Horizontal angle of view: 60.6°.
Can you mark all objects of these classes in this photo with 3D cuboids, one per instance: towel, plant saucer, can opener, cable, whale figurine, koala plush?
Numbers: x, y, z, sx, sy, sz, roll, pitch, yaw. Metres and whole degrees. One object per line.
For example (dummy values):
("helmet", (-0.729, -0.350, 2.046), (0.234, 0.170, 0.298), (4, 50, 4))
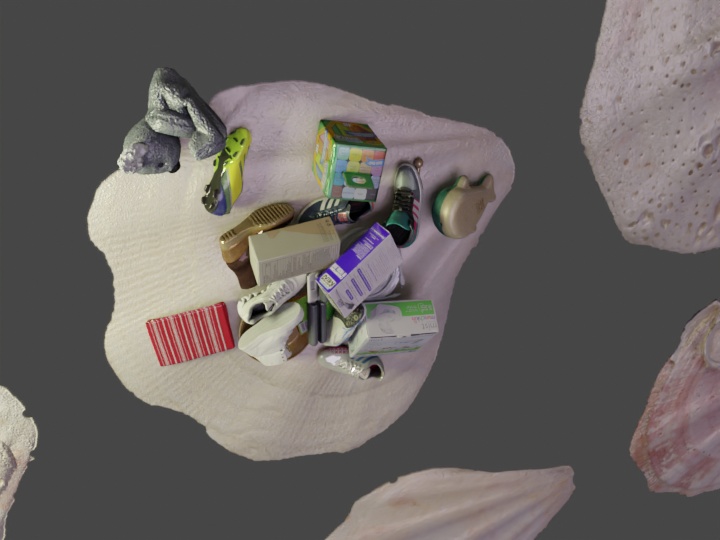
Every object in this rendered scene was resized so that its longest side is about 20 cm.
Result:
("towel", (-0.417, 0.158, 1.527), (0.194, 0.023, 0.148), (-14, 124, -9))
("plant saucer", (-0.217, 0.146, 1.582), (0.194, 0.036, 0.206), (-9, 121, -15))
("can opener", (-0.103, 0.095, 1.514), (0.051, 0.066, 0.206), (-12, 120, -28))
("cable", (0.015, -0.012, 1.537), (0.195, 0.069, 0.206), (-15, 117, -24))
("whale figurine", (0.257, -0.169, 1.547), (0.199, 0.103, 0.162), (-38, 127, -25))
("koala plush", (-0.390, -0.269, 1.215), (0.198, 0.178, 0.185), (-38, 112, 6))

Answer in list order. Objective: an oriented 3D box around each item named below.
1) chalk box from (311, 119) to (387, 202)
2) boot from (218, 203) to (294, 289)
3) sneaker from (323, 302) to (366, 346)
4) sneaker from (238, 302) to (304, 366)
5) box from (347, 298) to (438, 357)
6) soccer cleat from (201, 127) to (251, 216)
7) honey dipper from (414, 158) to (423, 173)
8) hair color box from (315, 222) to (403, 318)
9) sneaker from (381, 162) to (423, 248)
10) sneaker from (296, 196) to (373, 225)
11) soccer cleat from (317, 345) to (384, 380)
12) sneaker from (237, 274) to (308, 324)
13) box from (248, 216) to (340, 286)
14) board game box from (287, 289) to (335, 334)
("chalk box", (-0.022, -0.232, 1.335), (0.120, 0.201, 0.127), (3, 119, -20))
("boot", (-0.228, -0.056, 1.459), (0.196, 0.073, 0.169), (-27, 138, -7))
("sneaker", (-0.035, 0.129, 1.550), (0.071, 0.074, 0.200), (-8, 156, -36))
("sneaker", (-0.194, 0.163, 1.529), (0.197, 0.075, 0.115), (-31, 128, 21))
("box", (0.079, 0.153, 1.602), (0.193, 0.100, 0.177), (-2, 157, -17))
("soccer cleat", (-0.282, -0.215, 1.350), (0.083, 0.064, 0.204), (4, 117, -55))
("honey dipper", (0.135, -0.176, 1.522), (0.037, 0.038, 0.206), (-3, 118, -17))
("hair color box", (0.000, 0.000, 1.437), (0.200, 0.064, 0.110), (-44, 141, -10))
("sneaker", (0.097, -0.143, 1.462), (0.081, 0.121, 0.206), (4, 112, 19))
("sneaker", (-0.057, -0.133, 1.449), (0.196, 0.085, 0.076), (-27, 124, -2))
("soccer cleat", (-0.020, 0.258, 1.684), (0.194, 0.087, 0.072), (10, 116, -24))
("sneaker", (-0.203, 0.061, 1.476), (0.198, 0.081, 0.076), (-38, 111, -6))
("box", (-0.149, -0.044, 1.394), (0.194, 0.079, 0.096), (-14, 147, -19))
("board game box", (-0.084, 0.074, 1.568), (0.196, 0.030, 0.098), (-27, 122, -18))
